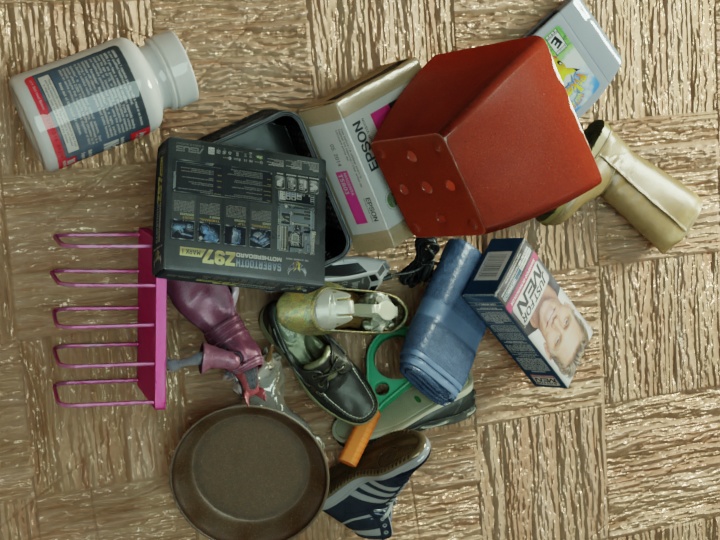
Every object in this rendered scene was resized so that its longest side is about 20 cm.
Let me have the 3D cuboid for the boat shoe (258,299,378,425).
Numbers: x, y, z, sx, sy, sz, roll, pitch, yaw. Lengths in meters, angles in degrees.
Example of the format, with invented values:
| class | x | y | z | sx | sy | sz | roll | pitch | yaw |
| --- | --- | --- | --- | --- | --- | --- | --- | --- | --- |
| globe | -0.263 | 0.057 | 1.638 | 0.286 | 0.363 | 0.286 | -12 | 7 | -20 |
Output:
| class | x | y | z | sx | sy | sz | roll | pitch | yaw |
| --- | --- | --- | --- | --- | --- | --- | --- | --- | --- |
| boat shoe | -0.054 | 0.117 | 1.727 | 0.072 | 0.066 | 0.201 | -41 | 88 | -7 |

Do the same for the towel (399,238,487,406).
| class | x | y | z | sx | sy | sz | roll | pitch | yaw |
| --- | --- | --- | --- | --- | --- | --- | --- | --- | --- |
| towel | 0.115 | 0.065 | 1.772 | 0.112 | 0.048 | 0.200 | 42 | 62 | -35 |

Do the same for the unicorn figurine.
| class | x | y | z | sx | sy | sz | roll | pitch | yaw |
| --- | --- | --- | --- | --- | --- | --- | --- | --- | --- |
| unicorn figurine | -0.119 | 0.191 | 1.748 | 0.137 | 0.074 | 0.200 | -46 | 125 | -8 |

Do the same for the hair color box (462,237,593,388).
| class | x | y | z | sx | sy | sz | roll | pitch | yaw |
| --- | --- | --- | --- | --- | --- | --- | --- | --- | --- |
| hair color box | 0.225 | 0.058 | 1.805 | 0.200 | 0.060 | 0.100 | 49 | 57 | -33 |

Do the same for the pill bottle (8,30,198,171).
| class | x | y | z | sx | sy | sz | roll | pitch | yaw |
| --- | --- | --- | --- | --- | --- | --- | --- | --- | --- |
| pill bottle | -0.298 | -0.205 | 1.597 | 0.200 | 0.120 | 0.120 | -24 | 104 | -14 |

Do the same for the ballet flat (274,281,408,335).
| class | x | y | z | sx | sy | sz | roll | pitch | yaw |
| --- | --- | --- | --- | --- | --- | --- | --- | --- | --- |
| ballet flat | -0.016 | 0.049 | 1.707 | 0.200 | 0.071 | 0.071 | 6 | 96 | -45 |

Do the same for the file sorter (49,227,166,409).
| class | x | y | z | sx | sy | sz | roll | pitch | yaw |
| --- | --- | --- | --- | --- | --- | --- | --- | --- | --- |
| file sorter | -0.304 | 0.055 | 1.622 | 0.125 | 0.139 | 0.201 | -1 | 98 | -17 |

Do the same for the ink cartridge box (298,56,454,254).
| class | x | y | z | sx | sy | sz | roll | pitch | yaw |
| --- | --- | --- | --- | --- | --- | --- | --- | --- | --- |
| ink cartridge box | 0.033 | -0.145 | 1.713 | 0.165 | 0.075 | 0.200 | -36 | 110 | -39 |

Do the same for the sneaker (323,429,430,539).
| class | x | y | z | sx | sy | sz | roll | pitch | yaw |
| --- | --- | --- | --- | --- | --- | --- | --- | --- | --- |
| sneaker | 0.037 | 0.282 | 1.768 | 0.200 | 0.070 | 0.108 | -31 | 116 | 33 |

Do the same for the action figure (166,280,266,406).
| class | x | y | z | sx | sy | sz | roll | pitch | yaw |
| --- | --- | --- | --- | --- | --- | --- | --- | --- | --- |
| action figure | -0.161 | 0.070 | 1.656 | 0.149 | 0.134 | 0.200 | -36 | 83 | 19 |

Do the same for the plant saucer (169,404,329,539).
| class | x | y | z | sx | sy | sz | roll | pitch | yaw |
| --- | --- | --- | --- | --- | --- | --- | --- | --- | --- |
| plant saucer | -0.138 | 0.254 | 1.706 | 0.200 | 0.037 | 0.201 | 0 | 108 | 0 |

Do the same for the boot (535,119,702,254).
| class | x | y | z | sx | sy | sz | roll | pitch | yaw |
| --- | --- | --- | --- | --- | --- | --- | --- | --- | --- |
| boot | 0.359 | -0.086 | 1.871 | 0.200 | 0.066 | 0.175 | 37 | 85 | -21 |

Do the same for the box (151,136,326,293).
| class | x | y | z | sx | sy | sz | roll | pitch | yaw |
| --- | --- | --- | --- | --- | --- | --- | --- | --- | --- |
| box | -0.139 | -0.062 | 1.580 | 0.199 | 0.051 | 0.158 | 6 | 75 | -23 |

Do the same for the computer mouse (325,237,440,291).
| class | x | y | z | sx | sy | sz | roll | pitch | yaw |
| --- | --- | --- | --- | --- | --- | --- | --- | --- | --- |
| computer mouse | 0.000 | 0.000 | 1.753 | 0.199 | 0.110 | 0.044 | -11 | 64 | -11 |

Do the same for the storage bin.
| class | x | y | z | sx | sy | sz | roll | pitch | yaw |
| --- | --- | --- | --- | --- | --- | --- | --- | --- | --- |
| storage bin | -0.113 | -0.089 | 1.692 | 0.135 | 0.094 | 0.200 | -26 | 104 | -14 |

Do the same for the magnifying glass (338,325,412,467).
| class | x | y | z | sx | sy | sz | roll | pitch | yaw |
| --- | --- | --- | --- | --- | --- | --- | --- | --- | --- |
| magnifying glass | 0.025 | 0.162 | 1.771 | 0.079 | 0.022 | 0.200 | 20 | 71 | 17 |

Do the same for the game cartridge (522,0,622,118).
| class | x | y | z | sx | sy | sz | roll | pitch | yaw |
| --- | --- | --- | --- | --- | --- | --- | --- | --- | --- |
| game cartridge | 0.255 | -0.259 | 1.827 | 0.200 | 0.040 | 0.133 | -43 | 112 | -9 |

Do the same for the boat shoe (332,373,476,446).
| class | x | y | z | sx | sy | sz | roll | pitch | yaw |
| --- | --- | --- | --- | --- | --- | --- | --- | --- | --- |
| boat shoe | 0.061 | 0.197 | 1.806 | 0.199 | 0.072 | 0.068 | -20 | 132 | -9 |

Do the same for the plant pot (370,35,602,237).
| class | x | y | z | sx | sy | sz | roll | pitch | yaw |
| --- | --- | --- | --- | --- | --- | --- | --- | --- | --- |
| plant pot | 0.134 | -0.143 | 1.632 | 0.176 | 0.200 | 0.200 | -38 | 112 | -32 |
